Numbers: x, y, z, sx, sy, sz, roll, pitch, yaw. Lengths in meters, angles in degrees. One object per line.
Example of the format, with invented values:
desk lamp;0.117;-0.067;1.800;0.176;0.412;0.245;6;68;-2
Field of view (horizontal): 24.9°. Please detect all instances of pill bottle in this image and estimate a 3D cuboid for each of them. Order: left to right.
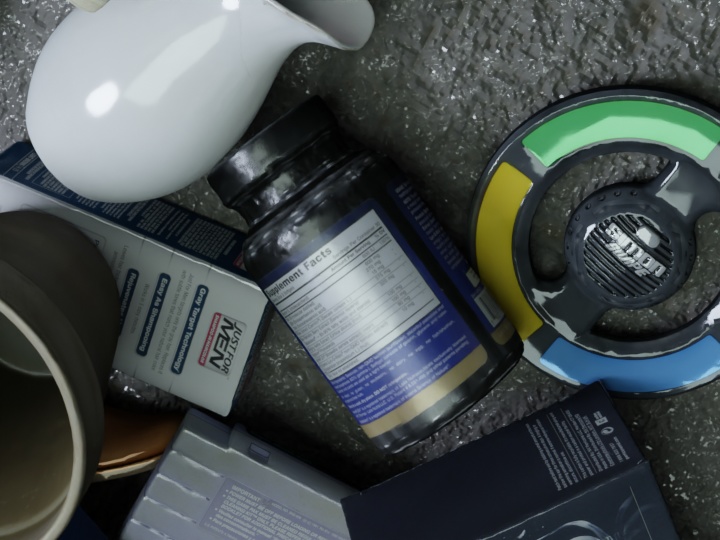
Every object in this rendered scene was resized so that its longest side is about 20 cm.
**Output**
pill bottle;0.000;0.000;0.978;0.112;0.112;0.200;-35;92;24

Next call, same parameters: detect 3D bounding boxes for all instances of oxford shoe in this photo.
oxford shoe;-0.204;0.103;1.104;0.199;0.071;0.072;-1;102;12

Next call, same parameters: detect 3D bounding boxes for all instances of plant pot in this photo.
plant pot;-0.223;0.051;0.960;0.199;0.174;0.201;5;114;12

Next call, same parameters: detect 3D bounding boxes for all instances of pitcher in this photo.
pitcher;-0.114;-0.146;0.941;0.200;0.121;0.172;-34;86;31

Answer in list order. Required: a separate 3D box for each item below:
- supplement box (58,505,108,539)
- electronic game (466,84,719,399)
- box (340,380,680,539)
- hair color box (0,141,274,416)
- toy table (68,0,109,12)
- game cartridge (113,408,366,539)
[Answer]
supplement box;-0.256;0.238;1.082;0.199;0.134;0.200;-12;121;43
electronic game;0.162;-0.014;0.981;0.199;0.042;0.201;5;113;12
box;0.112;0.205;1.006;0.181;0.104;0.201;-25;116;2
hair color box;-0.154;0.004;1.053;0.199;0.061;0.100;23;116;4
toy table;-0.179;-0.245;0.880;0.117;0.201;0.183;17;166;-34
game cartridge;-0.051;0.183;1.073;0.199;0.038;0.130;28;112;-8
